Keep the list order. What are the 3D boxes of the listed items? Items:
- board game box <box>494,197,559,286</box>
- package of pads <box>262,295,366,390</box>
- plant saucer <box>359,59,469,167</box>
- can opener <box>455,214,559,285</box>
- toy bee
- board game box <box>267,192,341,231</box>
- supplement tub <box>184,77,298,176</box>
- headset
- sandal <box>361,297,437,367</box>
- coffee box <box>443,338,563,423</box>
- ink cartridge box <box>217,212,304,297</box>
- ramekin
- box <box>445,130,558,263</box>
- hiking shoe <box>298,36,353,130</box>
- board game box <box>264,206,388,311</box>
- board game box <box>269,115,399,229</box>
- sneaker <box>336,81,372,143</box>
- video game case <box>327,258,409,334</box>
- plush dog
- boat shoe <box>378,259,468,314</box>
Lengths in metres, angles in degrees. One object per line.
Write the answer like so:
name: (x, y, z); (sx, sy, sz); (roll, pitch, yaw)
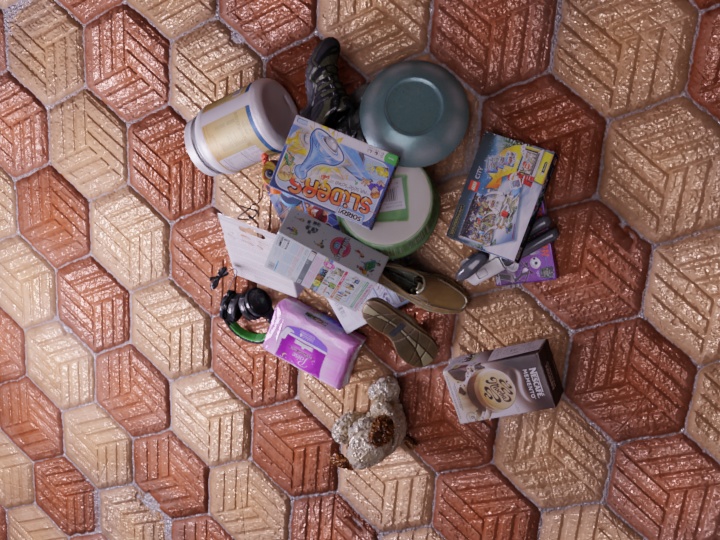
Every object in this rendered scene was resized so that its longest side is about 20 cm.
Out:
board game box: (0.288, -0.076, 1.608); (0.119, 0.032, 0.203); (-9, 103, 23)
package of pads: (-0.097, 0.152, 1.836); (0.198, 0.076, 0.122); (27, 112, 14)
plant saucer: (0.095, -0.286, 1.564); (0.198, 0.039, 0.204); (-1, 80, 5)
can opener: (0.261, -0.031, 1.581); (0.199, 0.067, 0.054); (-31, 92, 30)
toy bee: (-0.143, -0.180, 1.657); (0.131, 0.198, 0.110); (-43, 62, 56)
board game box: (-0.090, -0.106, 1.735); (0.135, 0.034, 0.202); (-35, 72, 27)
supplement tub: (-0.232, -0.276, 1.722); (0.198, 0.144, 0.146); (-18, 98, 29)
headset: (-0.256, 0.081, 1.868); (0.122, 0.094, 0.202); (-5, 122, 29)
sandal: (0.082, 0.114, 1.736); (0.080, 0.054, 0.200); (-36, 114, 27)
coffee box: (0.273, 0.212, 1.678); (0.198, 0.080, 0.114); (-16, 99, 29)
ink cartridge box: (-0.198, -0.041, 1.785); (0.159, 0.050, 0.201); (20, 145, 19)
ramekin: (0.047, -0.125, 1.617); (0.197, 0.098, 0.203); (0, 85, 5)
box: (0.250, -0.130, 1.551); (0.135, 0.038, 0.202); (22, 92, 25)
hiking shoe: (-0.050, -0.322, 1.607); (0.100, 0.076, 0.203); (14, 97, 23)
board game box: (-0.066, -0.017, 1.614); (0.198, 0.065, 0.148); (28, 152, -4)
board game box: (-0.046, -0.173, 1.551); (0.198, 0.034, 0.137); (22, 92, 8)
sneaker: (-0.021, -0.254, 1.654); (0.198, 0.076, 0.115); (-31, 67, 26)
video game case: (0.000, 0.000, 1.759); (0.180, 0.045, 0.202); (-28, 93, 30)
plush dog: (0.027, 0.342, 1.785); (0.160, 0.172, 0.200); (45, 119, 5)
boat shoe: (0.116, 0.034, 1.664); (0.198, 0.076, 0.073); (18, 88, -6)
